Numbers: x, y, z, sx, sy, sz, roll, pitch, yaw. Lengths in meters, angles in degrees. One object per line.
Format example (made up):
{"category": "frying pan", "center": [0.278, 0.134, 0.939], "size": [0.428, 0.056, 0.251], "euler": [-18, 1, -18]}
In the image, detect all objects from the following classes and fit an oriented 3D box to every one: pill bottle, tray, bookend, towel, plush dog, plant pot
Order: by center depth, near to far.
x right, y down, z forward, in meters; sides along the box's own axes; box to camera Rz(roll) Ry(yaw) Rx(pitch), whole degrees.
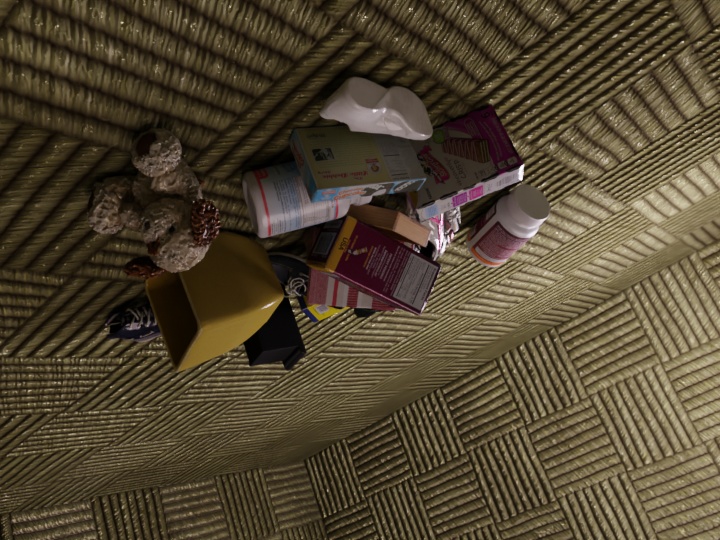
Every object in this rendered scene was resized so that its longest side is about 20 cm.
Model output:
{"category": "plush dog", "center": [-0.274, -0.077, 0.975], "size": [0.199, 0.173, 0.160], "euler": [-35, 155, 28]}
{"category": "pill bottle", "center": [-0.086, -0.129, 1.117], "size": [0.198, 0.109, 0.109], "euler": [-16, 158, -16]}
{"category": "tray", "center": [0.021, -0.091, 1.218], "size": [0.199, 0.037, 0.098], "euler": [19, 177, 44]}
{"category": "plant pot", "center": [-0.262, 0.044, 1.262], "size": [0.199, 0.195, 0.196], "euler": [-12, 157, -35]}
{"category": "towel", "center": [0.000, 0.000, 1.294], "size": [0.198, 0.145, 0.023], "euler": [5, -172, -15]}
{"category": "bookend", "center": [-0.242, 0.114, 1.416], "size": [0.197, 0.201, 0.092], "euler": [-6, 153, -36]}
{"category": "pill bottle", "center": [0.340, -0.103, 1.568], "size": [0.113, 0.115, 0.200], "euler": [-8, 155, -30]}

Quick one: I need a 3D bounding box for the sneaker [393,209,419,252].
{"category": "sneaker", "center": [0.089, -0.071, 1.404], "size": [0.080, 0.089, 0.200], "euler": [-6, 165, 25]}

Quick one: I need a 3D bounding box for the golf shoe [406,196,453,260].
{"category": "golf shoe", "center": [0.126, -0.100, 1.320], "size": [0.072, 0.092, 0.201], "euler": [9, 139, 37]}

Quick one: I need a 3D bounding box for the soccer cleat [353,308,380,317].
{"category": "soccer cleat", "center": [0.058, 0.060, 1.434], "size": [0.067, 0.082, 0.200], "euler": [1, 148, -45]}

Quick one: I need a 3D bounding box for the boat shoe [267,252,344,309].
{"category": "boat shoe", "center": [-0.117, 0.025, 1.386], "size": [0.199, 0.062, 0.075], "euler": [24, 142, -7]}

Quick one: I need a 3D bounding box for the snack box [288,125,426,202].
{"category": "snack box", "center": [-0.003, -0.175, 1.078], "size": [0.198, 0.117, 0.037], "euler": [-9, 156, -27]}

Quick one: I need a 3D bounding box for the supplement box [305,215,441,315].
{"category": "supplement box", "center": [0.021, -0.011, 1.210], "size": [0.199, 0.104, 0.131], "euler": [27, 174, -20]}

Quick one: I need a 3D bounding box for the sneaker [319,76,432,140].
{"category": "sneaker", "center": [0.025, -0.238, 1.042], "size": [0.199, 0.076, 0.088], "euler": [9, 156, -43]}

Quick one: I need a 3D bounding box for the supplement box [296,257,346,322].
{"category": "supplement box", "center": [-0.044, 0.017, 1.493], "size": [0.199, 0.110, 0.110], "euler": [-23, 158, 3]}

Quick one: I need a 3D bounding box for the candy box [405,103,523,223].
{"category": "candy box", "center": [0.165, -0.187, 1.181], "size": [0.199, 0.137, 0.061], "euler": [-23, 157, 3]}

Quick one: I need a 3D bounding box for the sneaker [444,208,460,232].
{"category": "sneaker", "center": [0.184, -0.131, 1.387], "size": [0.075, 0.093, 0.200], "euler": [-16, 158, -15]}

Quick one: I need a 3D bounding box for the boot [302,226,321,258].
{"category": "boot", "center": [-0.011, -0.020, 1.377], "size": [0.198, 0.156, 0.074], "euler": [-12, 156, -23]}

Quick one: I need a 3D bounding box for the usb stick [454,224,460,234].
{"category": "usb stick", "center": [0.145, -0.095, 1.518], "size": [0.199, 0.033, 0.055], "euler": [-3, 158, -40]}

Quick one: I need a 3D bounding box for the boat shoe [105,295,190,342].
{"category": "boat shoe", "center": [-0.426, 0.098, 1.359], "size": [0.199, 0.075, 0.092], "euler": [-28, 159, 31]}
